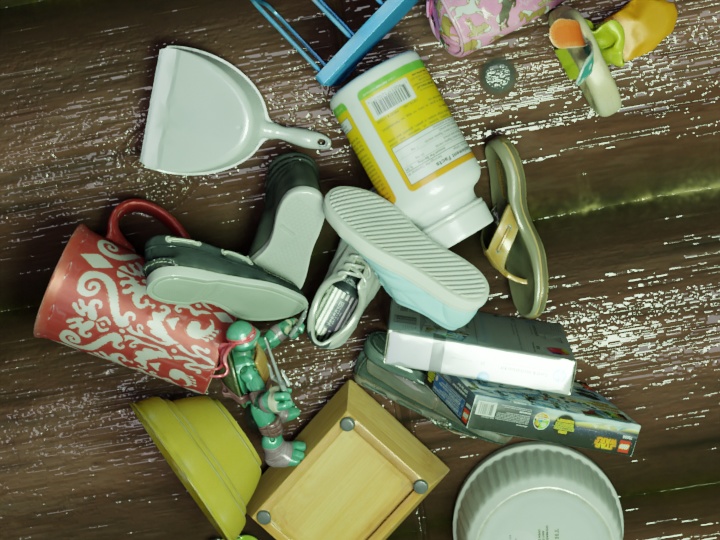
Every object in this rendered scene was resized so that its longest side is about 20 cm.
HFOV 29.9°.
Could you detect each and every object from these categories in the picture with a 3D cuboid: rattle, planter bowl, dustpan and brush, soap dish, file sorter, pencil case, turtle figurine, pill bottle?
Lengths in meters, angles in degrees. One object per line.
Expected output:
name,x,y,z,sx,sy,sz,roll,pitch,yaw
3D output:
rattle,0.264,-0.239,1.374,0.141,0.200,0.132,-12,76,9
planter bowl,-0.167,0.202,1.491,0.083,0.200,0.201,-35,97,-14
dustpan and brush,-0.131,-0.161,1.490,0.198,0.057,0.141,14,101,7
soap dish,-0.021,0.251,1.533,0.157,0.081,0.200,42,98,-4
file sorter,-0.004,-0.307,1.413,0.123,0.139,0.200,44,99,-1
pencil case,0.165,-0.303,1.413,0.199,0.083,0.087,-28,102,-6
turtle figurine,-0.102,0.112,1.458,0.099,0.151,0.201,0,132,11
pill bottle,0.060,-0.121,1.441,0.110,0.111,0.201,-29,90,7

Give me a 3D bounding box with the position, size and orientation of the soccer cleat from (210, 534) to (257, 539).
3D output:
soccer cleat,-0.187,0.385,1.583,0.200,0.065,0.084,-40,125,4

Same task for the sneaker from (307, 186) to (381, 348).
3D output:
sneaker,0.000,0.000,1.494,0.072,0.071,0.202,22,97,-1

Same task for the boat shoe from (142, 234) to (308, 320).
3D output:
boat shoe,-0.140,0.006,1.434,0.075,0.199,0.061,-34,54,35

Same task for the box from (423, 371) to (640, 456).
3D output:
box,0.182,0.144,1.449,0.198,0.137,0.040,12,102,-19

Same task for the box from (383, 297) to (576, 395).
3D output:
box,0.126,0.079,1.460,0.197,0.156,0.042,8,102,1

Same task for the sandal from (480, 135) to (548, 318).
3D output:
sandal,0.157,-0.045,1.474,0.053,0.080,0.202,-13,93,-17

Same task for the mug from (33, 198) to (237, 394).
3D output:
mug,-0.234,0.030,1.484,0.198,0.134,0.179,24,102,-5

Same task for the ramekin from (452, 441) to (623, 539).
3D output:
ramekin,0.203,0.304,1.520,0.198,0.105,0.203,0,100,2

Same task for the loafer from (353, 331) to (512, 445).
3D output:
loafer,0.084,0.143,1.526,0.199,0.072,0.063,31,119,4

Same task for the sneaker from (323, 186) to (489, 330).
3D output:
sneaker,0.035,-0.004,1.406,0.199,0.074,0.082,38,135,9

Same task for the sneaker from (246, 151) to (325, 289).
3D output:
sneaker,-0.088,-0.045,1.499,0.070,0.100,0.201,14,132,-16
